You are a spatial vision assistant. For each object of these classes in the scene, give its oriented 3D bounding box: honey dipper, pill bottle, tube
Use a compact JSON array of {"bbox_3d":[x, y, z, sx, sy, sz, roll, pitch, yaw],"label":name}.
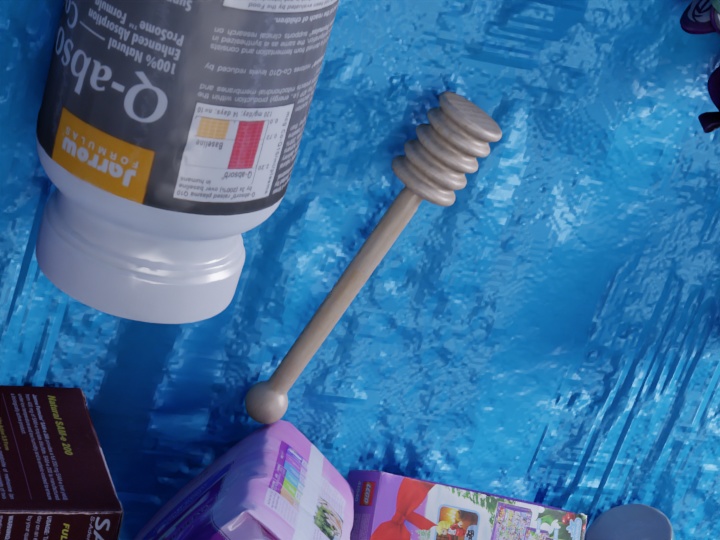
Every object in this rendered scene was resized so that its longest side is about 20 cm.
[{"bbox_3d":[0.000,0.000,1.043,0.038,0.038,0.200,25,110,-30],"label":"honey dipper"},{"bbox_3d":[-0.078,-0.085,0.915,0.116,0.116,0.200,6,117,-23],"label":"pill bottle"},{"bbox_3d":[0.175,0.223,1.238,0.077,0.050,0.200,-19,130,0],"label":"tube"}]

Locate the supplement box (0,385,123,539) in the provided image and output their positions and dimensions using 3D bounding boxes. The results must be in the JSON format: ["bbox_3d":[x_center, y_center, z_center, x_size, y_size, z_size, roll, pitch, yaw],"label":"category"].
[{"bbox_3d":[-0.222,0.104,0.980,0.200,0.109,0.061,3,119,-21],"label":"supplement box"}]

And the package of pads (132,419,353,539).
[{"bbox_3d":[-0.067,0.151,1.012,0.076,0.200,0.121,44,98,-6],"label":"package of pads"}]

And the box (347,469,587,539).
[{"bbox_3d":[0.044,0.217,1.123,0.137,0.039,0.200,15,78,-27],"label":"box"}]

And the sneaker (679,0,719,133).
[{"bbox_3d":[0.197,-0.153,1.003,0.088,0.074,0.200,-16,124,-4],"label":"sneaker"}]
